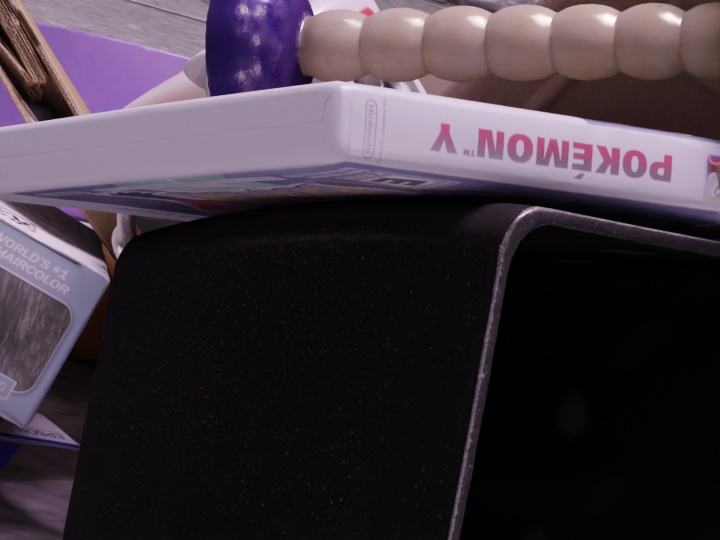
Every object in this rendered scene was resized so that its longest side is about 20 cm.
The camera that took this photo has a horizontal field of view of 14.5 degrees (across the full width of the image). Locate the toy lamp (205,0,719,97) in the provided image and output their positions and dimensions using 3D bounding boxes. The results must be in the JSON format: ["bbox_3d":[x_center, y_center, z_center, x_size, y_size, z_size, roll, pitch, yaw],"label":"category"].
[{"bbox_3d":[0.059,-0.065,0.787,0.199,0.058,0.058,3,5,18],"label":"toy lamp"}]

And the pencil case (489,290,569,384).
[{"bbox_3d":[0.086,0.051,1.009,0.087,0.087,0.200,31,-12,44],"label":"pencil case"}]

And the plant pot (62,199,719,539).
[{"bbox_3d":[0.022,0.074,0.828,0.177,0.201,0.199,15,5,42],"label":"plant pot"}]

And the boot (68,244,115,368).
[{"bbox_3d":[-0.060,0.023,1.187,0.155,0.077,0.200,11,11,-47],"label":"boot"}]

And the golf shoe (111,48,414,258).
[{"bbox_3d":[-0.054,0.006,0.961,0.088,0.200,0.077,6,26,-40],"label":"golf shoe"}]

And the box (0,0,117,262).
[{"bbox_3d":[-0.103,-0.042,1.063,0.164,0.021,0.200,58,-3,31],"label":"box"}]

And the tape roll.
[{"bbox_3d":[-0.108,-0.057,1.363,0.200,0.085,0.200,14,-1,0],"label":"tape roll"}]

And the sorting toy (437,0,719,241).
[{"bbox_3d":[0.140,-0.048,0.861,0.185,0.037,0.200,30,-34,-16],"label":"sorting toy"}]

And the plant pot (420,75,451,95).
[{"bbox_3d":[0.081,-0.057,1.623,0.173,0.201,0.200,5,6,17],"label":"plant pot"}]

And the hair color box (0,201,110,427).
[{"bbox_3d":[-0.147,-0.006,1.014,0.099,0.061,0.200,31,1,-8],"label":"hair color box"}]

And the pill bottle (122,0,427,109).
[{"bbox_3d":[0.000,0.000,1.093,0.200,0.114,0.114,60,9,-6],"label":"pill bottle"}]

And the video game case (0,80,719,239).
[{"bbox_3d":[0.010,-0.025,0.811,0.182,0.023,0.200,6,-5,-35],"label":"video game case"}]

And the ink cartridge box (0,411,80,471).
[{"bbox_3d":[-0.190,0.033,1.026,0.095,0.037,0.200,12,11,-41],"label":"ink cartridge box"}]
